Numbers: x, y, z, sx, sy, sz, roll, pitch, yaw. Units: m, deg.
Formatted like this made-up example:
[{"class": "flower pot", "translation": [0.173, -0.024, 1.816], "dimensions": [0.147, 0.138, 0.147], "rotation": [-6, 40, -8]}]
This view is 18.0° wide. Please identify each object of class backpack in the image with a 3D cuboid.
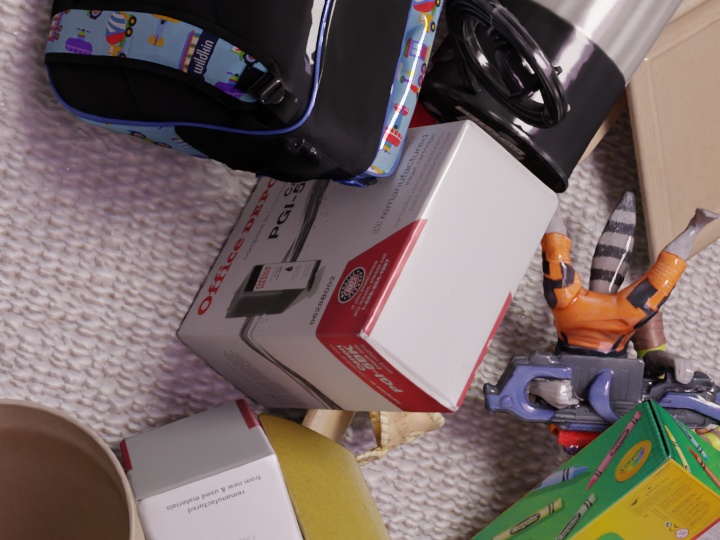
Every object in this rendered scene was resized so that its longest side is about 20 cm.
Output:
[{"class": "backpack", "translation": [-0.072, -0.142, 1.287], "dimensions": [0.134, 0.199, 0.184], "rotation": [30, 68, -55]}]

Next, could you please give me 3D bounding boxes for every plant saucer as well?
[{"class": "plant saucer", "translation": [0.007, 0.203, 1.308], "dimensions": [0.048, 0.200, 0.201], "rotation": [-19, 125, -5]}]

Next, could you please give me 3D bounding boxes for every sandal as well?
[{"class": "sandal", "translation": [0.026, 0.070, 1.413], "dimensions": [0.213, 0.069, 0.078], "rotation": [-60, 163, -25]}]

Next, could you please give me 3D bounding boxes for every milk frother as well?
[{"class": "milk frother", "translation": [0.129, -0.166, 1.388], "dimensions": [0.180, 0.200, 0.189], "rotation": [38, 82, -29]}]

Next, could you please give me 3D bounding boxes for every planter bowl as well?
[{"class": "planter bowl", "translation": [-0.195, 0.188, 1.196], "dimensions": [0.201, 0.199, 0.135], "rotation": [-51, 146, -26]}]

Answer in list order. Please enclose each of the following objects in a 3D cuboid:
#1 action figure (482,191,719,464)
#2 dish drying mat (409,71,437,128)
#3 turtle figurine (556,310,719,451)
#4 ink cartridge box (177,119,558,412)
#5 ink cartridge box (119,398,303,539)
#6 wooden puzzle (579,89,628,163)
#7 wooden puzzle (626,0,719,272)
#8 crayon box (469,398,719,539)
[{"class": "action figure", "translation": [0.181, 0.050, 1.486], "dimensions": [0.198, 0.105, 0.195], "rotation": [11, 95, -3]}, {"class": "dish drying mat", "translation": [0.006, -0.152, 1.448], "dimensions": [0.076, 0.018, 0.202], "rotation": [-20, 102, -38]}, {"class": "turtle figurine", "translation": [0.184, 0.118, 1.556], "dimensions": [0.199, 0.064, 0.163], "rotation": [-16, 93, -25]}, {"class": "ink cartridge box", "translation": [0.000, 0.000, 1.328], "dimensions": [0.083, 0.199, 0.148], "rotation": [38, 67, -28]}, {"class": "ink cartridge box", "translation": [-0.065, 0.191, 1.279], "dimensions": [0.083, 0.145, 0.202], "rotation": [-18, 102, -7]}, {"class": "wooden puzzle", "translation": [0.150, -0.200, 1.550], "dimensions": [0.200, 0.037, 0.186], "rotation": [-46, 121, -23]}, {"class": "wooden puzzle", "translation": [0.250, -0.116, 1.598], "dimensions": [0.184, 0.037, 0.201], "rotation": [-31, 127, -34]}, {"class": "crayon box", "translation": [0.154, 0.185, 1.462], "dimensions": [0.119, 0.200, 0.058], "rotation": [36, 24, -32]}]
